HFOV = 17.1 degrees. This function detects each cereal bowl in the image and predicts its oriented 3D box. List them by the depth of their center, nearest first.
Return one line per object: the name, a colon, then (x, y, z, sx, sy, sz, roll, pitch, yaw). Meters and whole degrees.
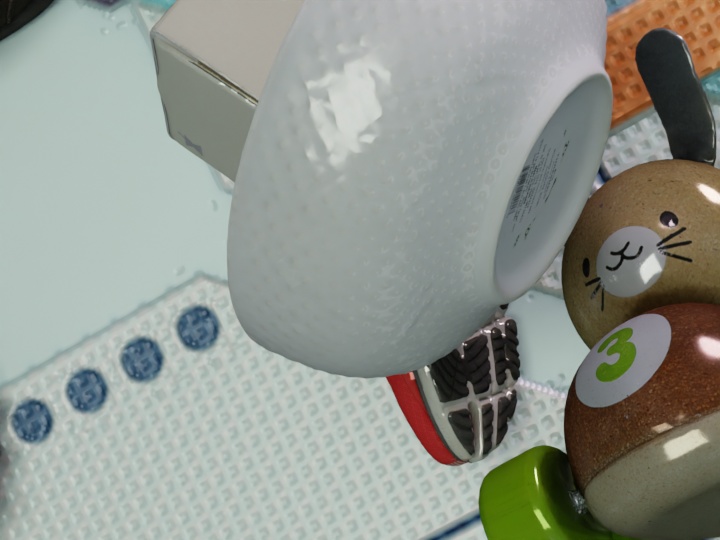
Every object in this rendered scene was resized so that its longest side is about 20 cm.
cereal bowl: (0.037, -0.046, 0.899, 0.083, 0.200, 0.201, 26, 96, 20)

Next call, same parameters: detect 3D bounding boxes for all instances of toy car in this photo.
toy car: (0.121, 0.007, 0.969, 0.164, 0.158, 0.201, -31, 68, 26)

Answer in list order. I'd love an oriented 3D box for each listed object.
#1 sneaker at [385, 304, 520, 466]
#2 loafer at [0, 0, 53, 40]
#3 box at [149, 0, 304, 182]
sneaker: (0.000, 0.000, 1.046, 0.085, 0.077, 0.200, -35, 75, 32)
loafer: (-0.229, -0.106, 1.103, 0.200, 0.071, 0.073, -39, 79, 12)
box: (0.006, -0.126, 0.982, 0.078, 0.095, 0.200, 34, 71, 14)
